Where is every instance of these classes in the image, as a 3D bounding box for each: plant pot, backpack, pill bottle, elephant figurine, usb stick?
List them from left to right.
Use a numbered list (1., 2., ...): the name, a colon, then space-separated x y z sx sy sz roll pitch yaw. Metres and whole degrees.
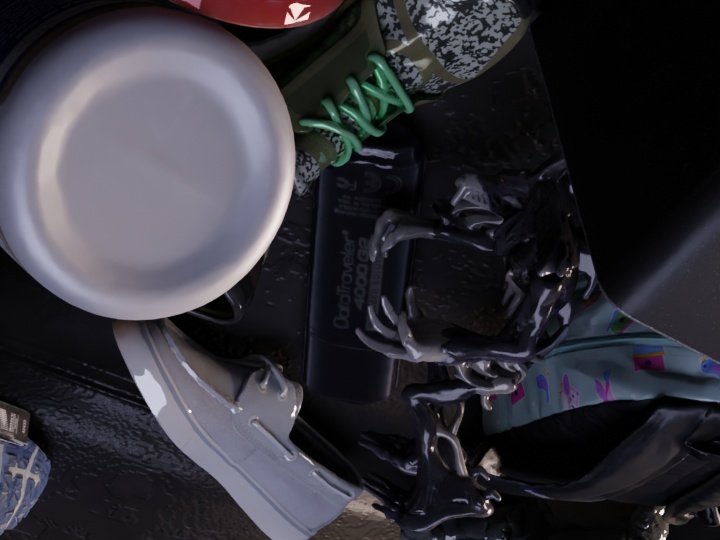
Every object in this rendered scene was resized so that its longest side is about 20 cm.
1. pill bottle: -0.114 -0.060 0.726 0.115 0.200 0.116 -8 108 -24
2. usb stick: 0.000 0.000 0.926 0.055 0.033 0.200 9 139 3
3. elephant figurine: 0.125 0.176 1.000 0.142 0.155 0.200 53 155 -23
4. backpack: 0.148 0.051 0.883 0.166 0.127 0.200 7 163 -16
5. plant pot: 0.212 -0.070 0.731 0.199 0.200 0.178 26 122 -24

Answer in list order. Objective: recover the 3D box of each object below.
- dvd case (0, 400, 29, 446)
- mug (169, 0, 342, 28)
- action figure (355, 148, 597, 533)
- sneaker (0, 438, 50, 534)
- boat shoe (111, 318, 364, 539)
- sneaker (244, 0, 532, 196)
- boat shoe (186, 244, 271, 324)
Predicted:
1. dvd case: -0.267 0.047 0.836 0.146 0.022 0.200 3 166 26
2. mug: -0.033 -0.204 0.616 0.177 0.134 0.200 9 137 -31
3. action figure: 0.047 0.018 0.820 0.102 0.119 0.201 19 113 -1
4. sneaker: -0.268 0.099 1.026 0.200 0.085 0.077 16 107 -45
5. boat shoe: -0.062 0.081 0.999 0.068 0.072 0.200 -33 124 6
6. sneaker: -0.012 -0.069 0.801 0.200 0.089 0.077 -23 135 21
7. boat shoe: -0.129 -0.036 0.863 0.200 0.065 0.073 24 135 -23
